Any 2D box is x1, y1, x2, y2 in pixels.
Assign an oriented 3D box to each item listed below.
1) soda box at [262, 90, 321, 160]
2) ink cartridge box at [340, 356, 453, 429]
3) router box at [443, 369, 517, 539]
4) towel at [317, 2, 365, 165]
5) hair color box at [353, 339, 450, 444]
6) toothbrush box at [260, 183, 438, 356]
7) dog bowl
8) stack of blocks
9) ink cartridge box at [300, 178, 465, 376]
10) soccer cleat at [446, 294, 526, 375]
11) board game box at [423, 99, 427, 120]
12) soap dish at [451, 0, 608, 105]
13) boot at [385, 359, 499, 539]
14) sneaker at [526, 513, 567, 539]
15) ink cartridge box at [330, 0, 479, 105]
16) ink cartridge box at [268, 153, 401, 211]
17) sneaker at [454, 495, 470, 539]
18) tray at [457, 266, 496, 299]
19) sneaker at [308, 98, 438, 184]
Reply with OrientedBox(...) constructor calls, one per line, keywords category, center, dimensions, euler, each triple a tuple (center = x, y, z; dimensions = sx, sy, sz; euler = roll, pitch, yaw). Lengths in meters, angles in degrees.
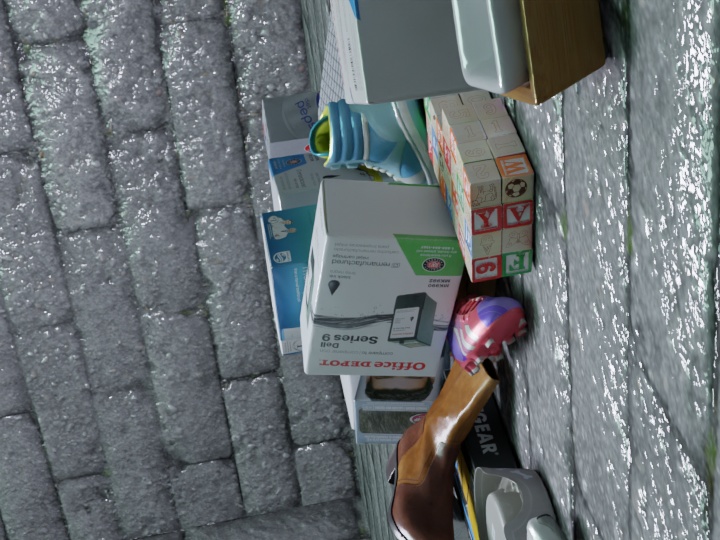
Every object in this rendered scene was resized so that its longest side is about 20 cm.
OrientedBox(category="soda box", center=(-0.025, -0.192, 1.960), dimensions=(0.068, 0.197, 0.064), euler=(98, 163, -72))
OrientedBox(category="ink cartridge box", center=(0.041, 0.082, 2.039), dimensions=(0.147, 0.145, 0.201), euler=(-104, 7, -46))
OrientedBox(category="router box", center=(0.138, 0.227, 1.744), dimensions=(0.201, 0.050, 0.151), euler=(-106, 9, -56))
OrientedBox(category="towel", center=(0.014, -0.236, 1.783), dimensions=(0.166, 0.085, 0.202), euler=(-130, 44, -65))
OrientedBox(category="hair color box", center=(0.053, 0.135, 1.837), dimensions=(0.200, 0.098, 0.061), euler=(-74, -17, -65))
OrientedBox(category="toothbrush box", center=(0.000, 0.000, 1.651), dimensions=(0.147, 0.197, 0.086), euler=(87, 171, -48))
OrientedBox(category="dog bowl", center=(0.164, 0.293, 1.549), dimensions=(0.200, 0.058, 0.203), euler=(171, 90, -85))
OrientedBox(category="stack of blocks", center=(0.108, -0.101, 1.427), dimensions=(0.201, 0.058, 0.116), euler=(-105, 8, -48))
OrientedBox(category="ink cartridge box", center=(0.021, 0.012, 1.537), dimensions=(0.085, 0.144, 0.201), euler=(-96, 12, -45))
OrientedBox(category="soccer cleat", center=(0.116, 0.052, 1.521), dimensions=(0.077, 0.066, 0.200), euler=(58, 171, 11))
OrientedBox(category="board game box", center=(0.078, -0.191, 1.617), dimensions=(0.096, 0.030, 0.202), euler=(67, -165, -55))
OrientedBox(category="soap dish", center=(0.109, -0.222, 1.062), dimensions=(0.157, 0.080, 0.203), euler=(-124, 25, -78))
OrientedBox(category="boot", center=(0.104, 0.192, 1.646), dimensions=(0.201, 0.068, 0.189), euler=(-59, 17, 26))
OrientedBox(category="sneaker", center=(0.167, 0.320, 1.415), dimensions=(0.075, 0.086, 0.202), euler=(-109, 11, -70))
OrientedBox(category="ink cartridge box", center=(0.053, -0.226, 1.320), dimensions=(0.200, 0.143, 0.149), euler=(-130, 32, -80))
OrientedBox(category="ink cartridge box", center=(0.000, -0.059, 1.842), dimensions=(0.147, 0.197, 0.148), euler=(-113, 16, -68))
OrientedBox(category="sneaker", center=(0.090, 0.300, 1.835), dimensions=(0.200, 0.080, 0.071), euler=(41, -160, -50))
OrientedBox(category="tray", center=(0.117, -0.026, 1.604), dimensions=(0.201, 0.037, 0.100), euler=(90, 169, -59))
OrientedBox(category="sneaker", center=(0.017, -0.131, 1.648), dimensions=(0.201, 0.129, 0.080), euler=(64, -166, -56))
